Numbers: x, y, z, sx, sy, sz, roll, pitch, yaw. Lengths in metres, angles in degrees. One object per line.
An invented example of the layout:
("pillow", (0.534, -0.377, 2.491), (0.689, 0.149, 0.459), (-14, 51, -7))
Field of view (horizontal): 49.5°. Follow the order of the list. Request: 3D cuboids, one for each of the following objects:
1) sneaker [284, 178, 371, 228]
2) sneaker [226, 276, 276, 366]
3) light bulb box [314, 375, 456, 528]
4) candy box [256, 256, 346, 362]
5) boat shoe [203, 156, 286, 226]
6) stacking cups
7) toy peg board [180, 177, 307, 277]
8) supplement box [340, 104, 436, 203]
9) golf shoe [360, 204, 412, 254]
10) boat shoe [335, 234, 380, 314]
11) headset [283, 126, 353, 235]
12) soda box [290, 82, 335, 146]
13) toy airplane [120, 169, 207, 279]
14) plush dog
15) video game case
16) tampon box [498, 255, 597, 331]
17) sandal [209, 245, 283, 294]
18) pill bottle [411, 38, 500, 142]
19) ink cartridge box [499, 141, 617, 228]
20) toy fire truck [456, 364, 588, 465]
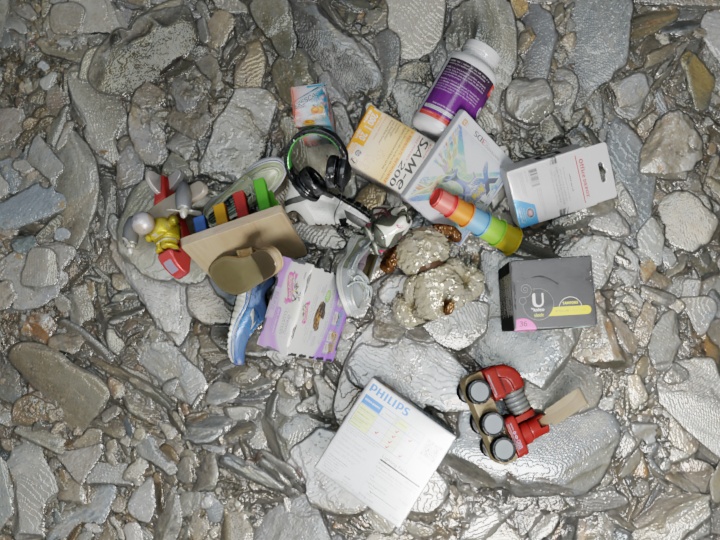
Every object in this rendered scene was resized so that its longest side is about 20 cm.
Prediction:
("sneaker", (-0.063, -0.118, 1.569), (0.198, 0.074, 0.081), (25, 102, 9))
("sneaker", (-0.214, 0.096, 1.548), (0.088, 0.079, 0.203), (14, 101, -9))
("light bulb box", (0.050, 0.340, 1.493), (0.197, 0.125, 0.201), (34, 88, 6))
("candy box", (-0.097, 0.077, 1.479), (0.071, 0.200, 0.170), (16, 87, 25))
("boat shoe", (-0.229, -0.151, 1.567), (0.199, 0.062, 0.072), (-37, 117, 7))
("stacking cups", (0.219, -0.093, 1.500), (0.198, 0.060, 0.061), (24, 87, -25))
("toy peg board", (-0.228, -0.080, 1.517), (0.196, 0.200, 0.099), (-18, 66, 3))
("supplement box", (0.074, -0.221, 1.556), (0.198, 0.074, 0.127), (30, 89, 5))
("golf shoe", (0.062, -0.087, 1.486), (0.087, 0.200, 0.078), (-28, 103, 15))
("boat shoe", (0.001, 0.001, 1.495), (0.064, 0.203, 0.075), (-10, 125, 21))
("headset", (-0.070, -0.168, 1.475), (0.122, 0.094, 0.202), (-19, 110, 17))
("soda box", (-0.087, -0.297, 1.508), (0.067, 0.200, 0.065), (-6, 85, 2))
("toy airplane", (-0.394, -0.107, 1.542), (0.198, 0.140, 0.203), (28, 107, 29))
("plush dog", (0.130, 0.002, 1.491), (0.198, 0.160, 0.174), (-25, 88, 3))
("video game case", (0.193, -0.176, 1.517), (0.182, 0.022, 0.201), (36, 89, -35))
("tampon box", (0.342, 0.047, 1.456), (0.147, 0.200, 0.129), (-4, 86, 4))
("sandal", (-0.197, -0.010, 1.463), (0.069, 0.210, 0.079), (-32, 101, -41))
("pill bottle", (0.193, -0.347, 1.538), (0.112, 0.112, 0.202), (31, 89, 5))
("ink cartridge box", (0.384, -0.171, 1.521), (0.197, 0.067, 0.117), (-17, 104, 2))
("toy fire truck", (0.310, 0.253, 1.493), (0.198, 0.129, 0.178), (-23, 84, -10))
